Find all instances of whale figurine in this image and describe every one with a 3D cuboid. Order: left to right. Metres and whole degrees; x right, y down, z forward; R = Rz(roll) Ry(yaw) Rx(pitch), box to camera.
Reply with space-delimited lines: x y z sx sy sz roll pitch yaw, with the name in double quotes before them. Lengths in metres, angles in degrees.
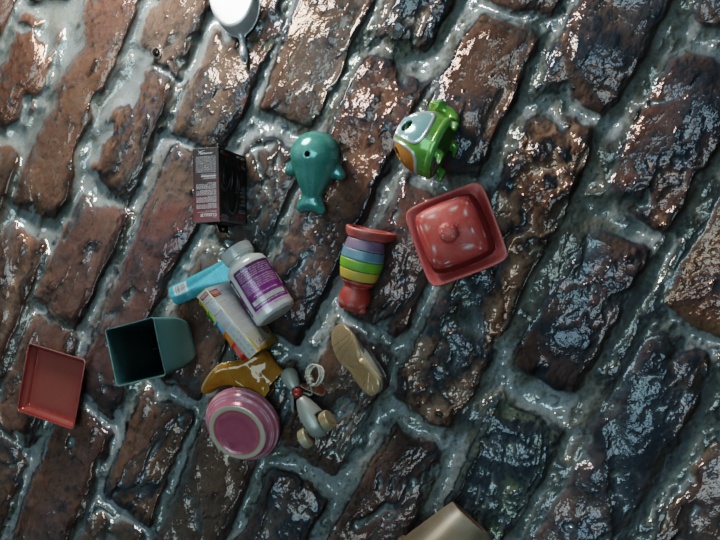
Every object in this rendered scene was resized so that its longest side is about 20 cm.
"whale figurine" -0.116 -0.238 1.564 0.158 0.104 0.202 9 93 15

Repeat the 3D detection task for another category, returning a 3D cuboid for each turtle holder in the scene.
"turtle holder" 0.154 -0.309 1.468 0.131 0.141 0.187 24 98 16

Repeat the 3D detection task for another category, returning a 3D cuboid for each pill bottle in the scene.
"pill bottle" -0.260 0.029 1.603 0.112 0.112 0.201 -35 81 13

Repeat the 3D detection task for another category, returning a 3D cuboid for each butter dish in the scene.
"butter dish" 0.206 -0.083 1.450 0.199 0.148 0.201 -21 84 15

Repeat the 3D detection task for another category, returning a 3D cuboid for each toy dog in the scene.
"toy dog" -0.122 0.334 1.590 0.131 0.096 0.201 -15 71 18

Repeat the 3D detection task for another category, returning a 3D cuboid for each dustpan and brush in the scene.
"dustpan and brush" -0.313 -0.631 1.653 0.139 0.057 0.202 -8 81 17

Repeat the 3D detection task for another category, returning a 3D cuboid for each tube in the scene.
"tube" -0.402 0.029 1.680 0.199 0.050 0.078 -22 99 10

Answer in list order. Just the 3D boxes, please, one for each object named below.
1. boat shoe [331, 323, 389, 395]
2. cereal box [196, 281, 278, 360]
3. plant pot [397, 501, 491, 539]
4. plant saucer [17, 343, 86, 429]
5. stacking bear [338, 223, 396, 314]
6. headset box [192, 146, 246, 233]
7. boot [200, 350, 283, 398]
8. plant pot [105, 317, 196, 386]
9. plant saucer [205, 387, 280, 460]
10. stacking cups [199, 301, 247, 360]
"boat shoe" -0.001 0.214 1.555 0.072 0.065 0.200 -49 59 20
"cereal box" -0.299 0.120 1.588 0.039 0.144 0.200 -42 85 13
"plant pot" 0.198 0.629 1.448 0.200 0.200 0.174 41 85 12
"plant saucer" -0.862 0.322 1.816 0.199 0.037 0.201 13 94 15
"stacking bear" 0.000 0.000 1.534 0.121 0.114 0.201 14 98 16
"headset box" -0.349 -0.194 1.609 0.077 0.149 0.202 -2 89 17
"boot" -0.299 0.284 1.635 0.201 0.071 0.144 -46 76 6
"plant pot" -0.512 0.195 1.630 0.140 0.200 0.142 -14 86 15
"plant saucer" -0.302 0.395 1.619 0.199 0.051 0.202 4 109 11
"stacking cups" -0.334 0.137 1.624 0.061 0.060 0.200 -47 62 11
